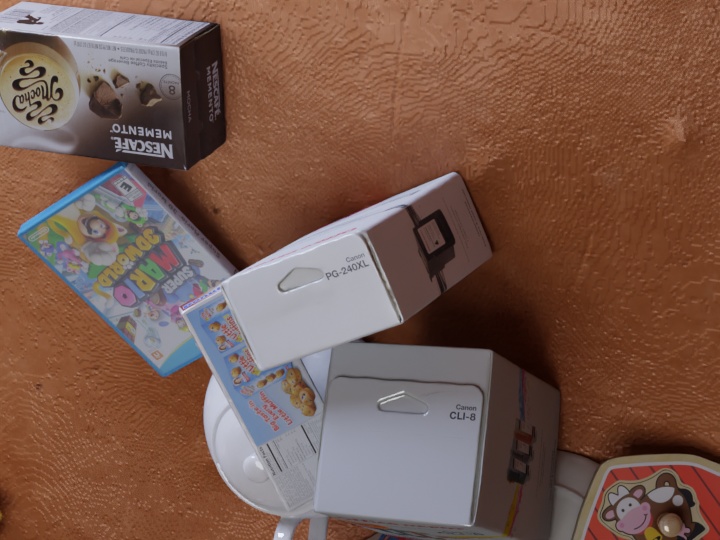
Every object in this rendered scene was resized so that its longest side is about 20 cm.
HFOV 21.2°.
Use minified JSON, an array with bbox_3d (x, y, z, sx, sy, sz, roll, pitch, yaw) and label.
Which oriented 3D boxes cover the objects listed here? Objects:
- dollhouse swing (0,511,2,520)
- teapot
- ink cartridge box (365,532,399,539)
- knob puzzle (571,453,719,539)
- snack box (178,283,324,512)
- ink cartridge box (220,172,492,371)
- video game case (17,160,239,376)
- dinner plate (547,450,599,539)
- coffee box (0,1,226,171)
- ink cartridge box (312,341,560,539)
[{"bbox_3d":[-0.498,0.220,2.000,0.181,0.176,0.200,20,130,-36],"label":"dollhouse swing"},{"bbox_3d":[-0.063,0.150,1.717,0.200,0.146,0.198,41,122,0],"label":"teapot"},{"bbox_3d":[-0.013,0.326,1.775,0.200,0.146,0.084,-34,99,32],"label":"ink cartridge box"},{"bbox_3d":[0.265,0.243,1.621,0.218,0.030,0.221,0,88,-4],"label":"knob puzzle"},{"bbox_3d":[-0.076,0.102,1.621,0.072,0.024,0.201,-28,106,-3],"label":"snack box"},{"bbox_3d":[0.000,0.000,1.583,0.145,0.200,0.084,-20,97,30],"label":"ink cartridge box"},{"bbox_3d":[-0.194,0.001,1.745,0.143,0.018,0.200,-29,117,30],"label":"video game case"},{"bbox_3d":[0.154,0.252,1.668,0.199,0.024,0.201,-6,71,17],"label":"dinner plate"},{"bbox_3d":[-0.224,-0.162,1.680,0.199,0.080,0.114,9,116,20],"label":"coffee box"},{"bbox_3d":[0.067,0.149,1.603,0.145,0.200,0.146,2,77,24],"label":"ink cartridge box"}]
